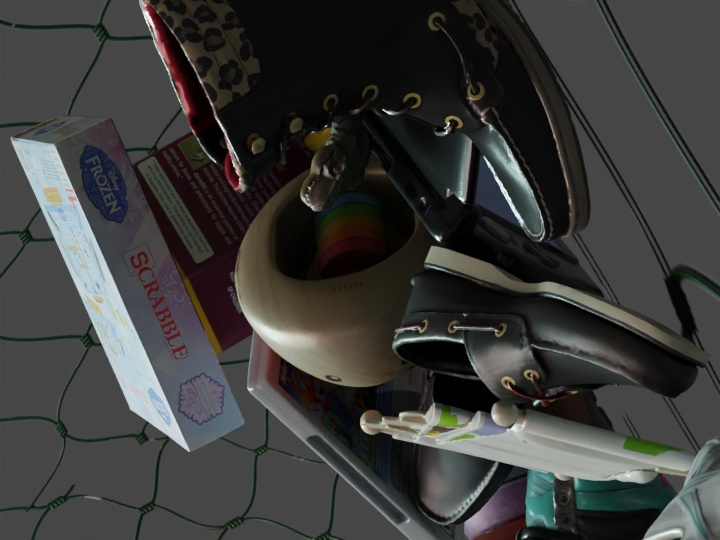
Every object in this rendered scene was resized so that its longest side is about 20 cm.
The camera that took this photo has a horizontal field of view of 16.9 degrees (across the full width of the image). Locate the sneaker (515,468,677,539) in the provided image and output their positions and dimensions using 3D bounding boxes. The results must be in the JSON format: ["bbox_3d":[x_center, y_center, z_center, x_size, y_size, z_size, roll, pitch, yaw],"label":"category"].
[{"bbox_3d":[0.101,0.160,1.385,0.084,0.199,0.122,150,105,-78],"label":"sneaker"}]

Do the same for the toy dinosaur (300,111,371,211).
[{"bbox_3d":[-0.028,-0.127,1.281,0.088,0.047,0.202,-11,80,49],"label":"toy dinosaur"}]

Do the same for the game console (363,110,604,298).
[{"bbox_3d":[0.058,-0.095,1.276,0.175,0.117,0.200,27,-162,-34],"label":"game console"}]

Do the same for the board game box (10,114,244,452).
[{"bbox_3d":[-0.148,0.002,1.501,0.201,0.041,0.200,67,168,-11],"label":"board game box"}]

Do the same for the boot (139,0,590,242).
[{"bbox_3d":[0.004,-0.079,1.090,0.201,0.150,0.073,63,165,-9],"label":"boot"}]

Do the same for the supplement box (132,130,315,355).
[{"bbox_3d":[-0.046,-0.049,1.557,0.111,0.199,0.086,55,172,38],"label":"supplement box"}]

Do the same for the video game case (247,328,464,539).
[{"bbox_3d":[0.003,0.070,1.456,0.200,0.018,0.144,46,-146,-35],"label":"video game case"}]

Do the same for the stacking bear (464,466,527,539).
[{"bbox_3d":[0.087,0.100,1.632,0.121,0.113,0.201,18,-130,-68],"label":"stacking bear"}]

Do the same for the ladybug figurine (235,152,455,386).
[{"bbox_3d":[0.000,0.000,1.354,0.200,0.135,0.072,-87,-19,-59],"label":"ladybug figurine"}]

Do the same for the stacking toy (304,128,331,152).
[{"bbox_3d":[0.011,-0.090,1.462,0.200,0.110,0.116,46,173,-3],"label":"stacking toy"}]

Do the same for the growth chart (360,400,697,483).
[{"bbox_3d":[0.085,0.090,1.259,0.200,0.144,0.018,165,120,-70],"label":"growth chart"}]

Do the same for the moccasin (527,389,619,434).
[{"bbox_3d":[0.133,0.131,1.478,0.202,0.077,0.074,59,176,15],"label":"moccasin"}]

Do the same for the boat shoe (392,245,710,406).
[{"bbox_3d":[0.089,0.037,1.151,0.073,0.063,0.201,29,172,-34],"label":"boat shoe"}]

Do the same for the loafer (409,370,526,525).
[{"bbox_3d":[0.062,0.071,1.373,0.068,0.070,0.201,30,129,17],"label":"loafer"}]

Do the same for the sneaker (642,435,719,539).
[{"bbox_3d":[0.160,0.120,1.099,0.071,0.080,0.200,58,177,7],"label":"sneaker"}]
